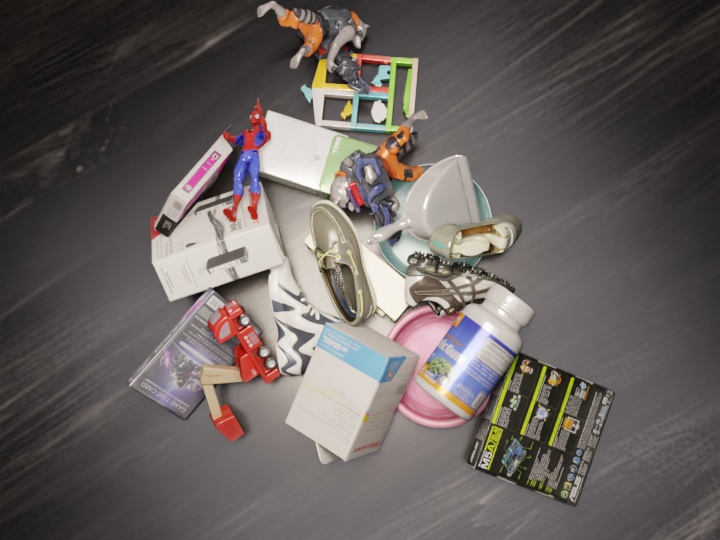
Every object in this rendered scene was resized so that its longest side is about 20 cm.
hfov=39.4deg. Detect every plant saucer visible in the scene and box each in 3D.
[{"bbox_3d":[0.131,0.157,1.656,0.198,0.051,0.203,0,84,1],"label":"plant saucer"},{"bbox_3d":[0.122,-0.078,1.693,0.198,0.027,0.203,0,84,3],"label":"plant saucer"}]

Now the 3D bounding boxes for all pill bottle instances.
[{"bbox_3d":[0.183,0.124,1.572,0.112,0.112,0.201,35,89,5],"label":"pill bottle"}]

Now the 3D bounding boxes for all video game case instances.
[{"bbox_3d":[-0.267,0.138,1.636,0.200,0.143,0.019,-48,47,-3],"label":"video game case"}]

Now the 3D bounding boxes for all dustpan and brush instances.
[{"bbox_3d":[0.097,-0.087,1.616,0.199,0.057,0.141,-34,122,-29],"label":"dustpan and brush"}]

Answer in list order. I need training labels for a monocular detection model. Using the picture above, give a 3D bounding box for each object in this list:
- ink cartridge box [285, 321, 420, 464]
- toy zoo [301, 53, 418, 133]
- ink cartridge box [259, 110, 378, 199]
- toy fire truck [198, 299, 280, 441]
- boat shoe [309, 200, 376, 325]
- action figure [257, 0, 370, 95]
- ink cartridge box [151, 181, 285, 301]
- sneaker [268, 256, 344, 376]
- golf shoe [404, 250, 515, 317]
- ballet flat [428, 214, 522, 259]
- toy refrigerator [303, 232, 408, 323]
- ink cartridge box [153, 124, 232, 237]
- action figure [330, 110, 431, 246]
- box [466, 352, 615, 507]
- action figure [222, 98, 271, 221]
[{"bbox_3d":[-0.018,0.198,1.587,0.124,0.128,0.202,28,100,25],"label":"ink cartridge box"},{"bbox_3d":[-0.004,-0.305,1.725,0.198,0.020,0.133,5,84,3],"label":"toy zoo"},{"bbox_3d":[-0.078,-0.186,1.694,0.198,0.059,0.105,18,84,1],"label":"ink cartridge box"},{"bbox_3d":[-0.209,0.161,1.623,0.140,0.049,0.201,-33,117,-9],"label":"toy fire truck"},{"bbox_3d":[-0.033,-0.011,1.588,0.071,0.060,0.204,-17,101,28],"label":"boat shoe"},{"bbox_3d":[-0.050,-0.383,1.658,0.200,0.193,0.105,47,130,20],"label":"action figure"},{"bbox_3d":[-0.234,-0.049,1.638,0.198,0.145,0.084,-18,125,-1],"label":"ink cartridge box"},{"bbox_3d":[-0.080,0.068,1.659,0.128,0.080,0.202,-7,84,0],"label":"sneaker"},{"bbox_3d":[0.155,0.033,1.625,0.198,0.078,0.096,13,96,-22],"label":"golf shoe"},{"bbox_3d":[0.201,-0.047,1.624,0.198,0.064,0.068,-8,113,-34],"label":"ballet flat"},{"bbox_3d":[0.000,0.000,1.665,0.200,0.076,0.070,40,86,5],"label":"toy refrigerator"},{"bbox_3d":[-0.261,-0.147,1.633,0.037,0.095,0.201,34,48,-6],"label":"ink cartridge box"},{"bbox_3d":[0.037,-0.147,1.636,0.192,0.201,0.105,-27,42,-13],"label":"action figure"},{"bbox_3d":[0.291,0.254,1.619,0.191,0.047,0.202,21,85,-9],"label":"box"},{"bbox_3d":[-0.185,-0.189,1.598,0.064,0.099,0.202,-4,55,14],"label":"action figure"}]
